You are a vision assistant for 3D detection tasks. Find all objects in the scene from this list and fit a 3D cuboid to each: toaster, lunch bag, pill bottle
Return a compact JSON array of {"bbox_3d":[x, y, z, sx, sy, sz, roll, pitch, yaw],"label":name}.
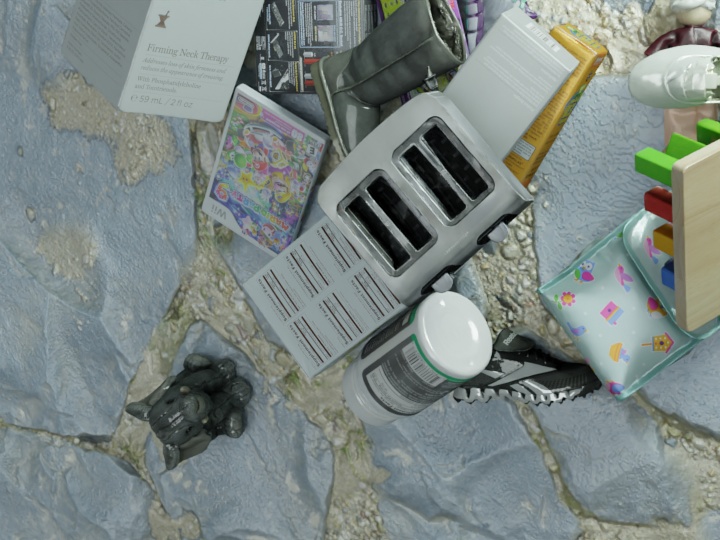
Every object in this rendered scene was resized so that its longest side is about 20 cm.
[{"bbox_3d":[0.066,-0.087,1.436,0.180,0.119,0.201,-41,88,11],"label":"toaster"},{"bbox_3d":[0.333,0.027,1.540,0.199,0.122,0.171,-37,83,15],"label":"lunch bag"},{"bbox_3d":[0.066,0.116,1.651,0.114,0.113,0.200,55,138,3],"label":"pill bottle"}]

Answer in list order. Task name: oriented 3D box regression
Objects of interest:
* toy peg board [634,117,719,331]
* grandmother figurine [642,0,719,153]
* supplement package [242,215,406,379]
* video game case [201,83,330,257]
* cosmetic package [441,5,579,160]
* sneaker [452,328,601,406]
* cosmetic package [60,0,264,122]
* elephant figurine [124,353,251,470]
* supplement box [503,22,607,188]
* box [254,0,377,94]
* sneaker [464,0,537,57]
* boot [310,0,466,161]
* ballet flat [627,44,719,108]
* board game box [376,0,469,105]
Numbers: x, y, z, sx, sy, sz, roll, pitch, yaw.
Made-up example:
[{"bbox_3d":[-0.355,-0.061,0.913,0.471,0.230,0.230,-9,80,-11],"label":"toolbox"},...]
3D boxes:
[{"bbox_3d":[0.395,-0.074,1.454,0.098,0.198,0.202,34,142,49],"label":"toy peg board"},{"bbox_3d":[0.373,-0.230,1.499,0.119,0.061,0.204,0,100,-5],"label":"grandmother figurine"},{"bbox_3d":[0.000,0.000,1.635,0.199,0.191,0.148,-38,87,26],"label":"supplement package"},{"bbox_3d":[-0.127,-0.125,1.731,0.142,0.018,0.202,31,127,14],"label":"video game case"},{"bbox_3d":[0.147,-0.187,1.509,0.107,0.090,0.201,41,114,2],"label":"cosmetic package"},{"bbox_3d":[0.203,0.118,1.644,0.197,0.066,0.092,-3,103,26],"label":"sneaker"},{"bbox_3d":[-0.246,-0.318,1.654,0.166,0.166,0.202,42,119,38],"label":"cosmetic package"},{"bbox_3d":[-0.246,0.194,1.782,0.140,0.200,0.157,19,109,18],"label":"elephant figurine"},{"bbox_3d":[0.212,-0.191,1.569,0.068,0.066,0.202,33,113,13],"label":"supplement box"},{"bbox_3d":[-0.058,-0.325,1.663,0.155,0.050,0.203,3,103,22],"label":"box"},{"bbox_3d":[0.165,-0.334,1.562,0.086,0.075,0.203,-1,113,13],"label":"sneaker"},{"bbox_3d":[0.046,-0.215,1.571,0.198,0.072,0.184,-21,97,31],"label":"boot"},{"bbox_3d":[0.395,-0.210,1.442,0.196,0.069,0.071,-1,104,-6],"label":"ballet flat"},{"bbox_3d":[0.079,-0.276,1.596,0.119,0.032,0.203,1,108,56],"label":"board game box"}]
